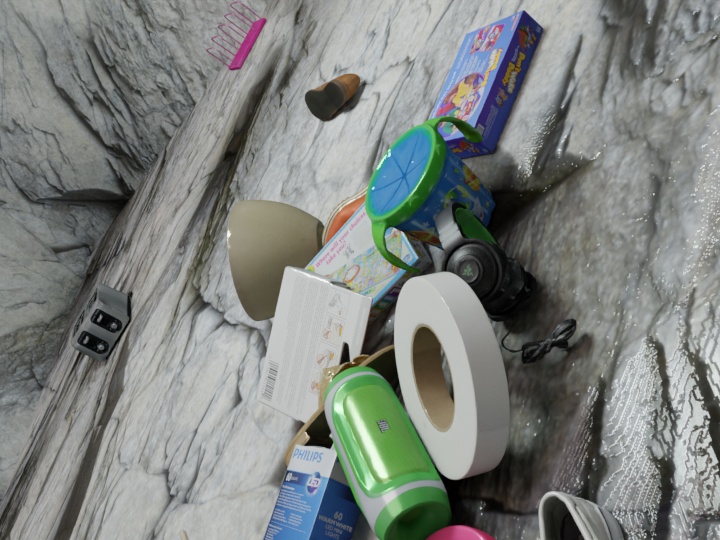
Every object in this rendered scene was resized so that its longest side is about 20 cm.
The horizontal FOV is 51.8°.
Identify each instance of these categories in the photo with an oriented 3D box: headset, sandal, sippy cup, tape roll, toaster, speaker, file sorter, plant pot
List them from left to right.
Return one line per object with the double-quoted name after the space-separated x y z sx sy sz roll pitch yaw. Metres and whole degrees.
-0.809 0.154 2.328 0.182 0.118 0.200 -54 27 10 "toaster"
-0.456 -0.851 2.687 0.202 0.124 0.139 -61 27 -2 "file sorter"
-0.122 -0.026 1.234 0.132 0.202 0.203 -8 46 12 "plant pot"
-0.036 0.156 0.946 0.213 0.077 0.070 -50 51 5 "sandal"
0.023 0.193 0.787 0.089 0.088 0.201 -52 36 16 "speaker"
0.095 -0.092 0.939 0.178 0.129 0.141 -47 30 25 "sippy cup"
0.085 0.104 0.742 0.202 0.036 0.207 170 90 -73 "tape roll"
0.148 0.005 0.775 0.093 0.123 0.202 -36 51 24 "headset"

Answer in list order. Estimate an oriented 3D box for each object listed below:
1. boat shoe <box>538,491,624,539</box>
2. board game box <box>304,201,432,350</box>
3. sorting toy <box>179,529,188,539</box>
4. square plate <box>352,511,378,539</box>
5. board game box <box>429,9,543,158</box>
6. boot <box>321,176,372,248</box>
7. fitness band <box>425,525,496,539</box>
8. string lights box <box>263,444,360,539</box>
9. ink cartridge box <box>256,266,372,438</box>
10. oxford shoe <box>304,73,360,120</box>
0.168 0.255 0.533 0.072 0.065 0.202 -38 34 36 "boat shoe"
0.000 0.000 1.066 0.200 0.034 0.136 -46 55 27 "board game box"
-0.285 0.527 1.118 0.203 0.036 0.185 -65 26 2 "sorting toy"
-0.019 0.330 0.839 0.202 0.028 0.198 -57 27 8 "square plate"
0.170 -0.261 1.068 0.134 0.044 0.203 3 67 61 "board game box"
0.012 -0.069 1.135 0.200 0.074 0.108 -44 35 29 "boot"
0.087 0.324 0.645 0.144 0.037 0.202 -46 31 28 "fitness band"
-0.063 0.306 0.841 0.102 0.058 0.203 -13 52 56 "string lights box"
-0.057 0.114 1.044 0.174 0.044 0.204 17 97 39 "ink cartridge box"
-0.058 -0.374 1.590 0.071 0.072 0.199 -39 18 -23 "oxford shoe"
